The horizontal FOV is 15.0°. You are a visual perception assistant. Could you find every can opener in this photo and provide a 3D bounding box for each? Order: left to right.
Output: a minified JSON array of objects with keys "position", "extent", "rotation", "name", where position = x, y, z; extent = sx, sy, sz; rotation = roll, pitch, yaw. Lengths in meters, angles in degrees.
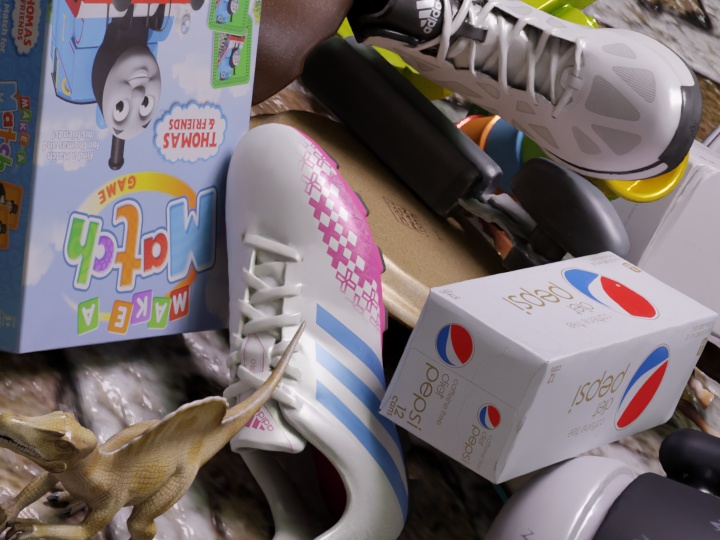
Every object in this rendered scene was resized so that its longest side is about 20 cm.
[{"position":[0.056,-0.056,1.407],"extent":[0.200,0.067,0.053],"rotation":[40,17,17],"name":"can opener"}]

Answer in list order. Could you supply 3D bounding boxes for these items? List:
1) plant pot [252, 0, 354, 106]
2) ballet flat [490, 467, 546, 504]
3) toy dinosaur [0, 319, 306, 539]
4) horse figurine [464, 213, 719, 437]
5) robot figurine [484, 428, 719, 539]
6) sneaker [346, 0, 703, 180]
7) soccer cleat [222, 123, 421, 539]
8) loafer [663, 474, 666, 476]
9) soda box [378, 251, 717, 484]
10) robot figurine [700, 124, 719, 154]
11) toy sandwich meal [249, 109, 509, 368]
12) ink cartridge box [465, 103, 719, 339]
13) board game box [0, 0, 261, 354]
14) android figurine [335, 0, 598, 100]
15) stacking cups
[{"position":[-0.112,-0.184,1.336],"extent":[0.198,0.200,0.201],"rotation":[32,29,-41],"name":"plant pot"},{"position":[0.136,0.154,1.342],"extent":[0.069,0.069,0.201],"rotation":[-3,56,-55],"name":"ballet flat"},{"position":[-0.084,0.079,1.100],"extent":[0.058,0.101,0.200],"rotation":[53,28,14],"name":"toy dinosaur"},{"position":[0.138,0.036,1.513],"extent":[0.199,0.050,0.133],"rotation":[16,28,-36],"name":"horse figurine"},{"position":[0.147,0.163,1.241],"extent":[0.199,0.126,0.150],"rotation":[21,33,20],"name":"robot figurine"},{"position":[0.065,-0.100,1.334],"extent":[0.115,0.076,0.200],"rotation":[11,12,-46],"name":"sneaker"},{"position":[-0.029,0.035,1.213],"extent":[0.086,0.070,0.201],"rotation":[-15,91,-49],"name":"soccer cleat"},{"position":[0.198,0.187,1.397],"extent":[0.070,0.075,0.201],"rotation":[40,29,-51],"name":"loafer"},{"position":[0.090,0.041,1.263],"extent":[0.068,0.064,0.200],"rotation":[30,19,23],"name":"soda box"},{"position":[0.281,-0.005,1.706],"extent":[0.200,0.113,0.170],"rotation":[45,-6,-3],"name":"robot figurine"},{"position":[0.000,0.000,1.367],"extent":[0.205,0.070,0.205],"rotation":[36,17,-13],"name":"toy sandwich meal"},{"position":[0.164,-0.037,1.540],"extent":[0.146,0.085,0.200],"rotation":[24,10,-35],"name":"ink cartridge box"},{"position":[-0.104,-0.070,1.200],"extent":[0.036,0.202,0.151],"rotation":[12,10,32],"name":"board game box"},{"position":[0.051,-0.169,1.537],"extent":[0.182,0.199,0.041],"rotation":[49,-17,21],"name":"android figurine"},{"position":[0.094,-0.058,1.463],"extent":[0.060,0.200,0.061],"rotation":[2,86,-29],"name":"stacking cups"}]
